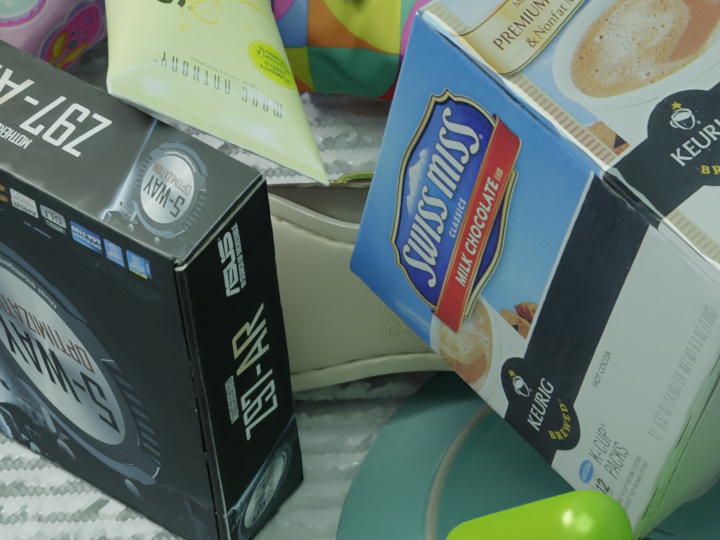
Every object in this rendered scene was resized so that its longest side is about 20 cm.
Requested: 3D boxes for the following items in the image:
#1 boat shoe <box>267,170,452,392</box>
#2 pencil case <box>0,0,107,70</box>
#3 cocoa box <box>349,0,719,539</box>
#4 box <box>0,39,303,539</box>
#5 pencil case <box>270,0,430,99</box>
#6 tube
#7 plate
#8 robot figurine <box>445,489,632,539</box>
[{"bbox_3d":[0.000,0.000,1.008,0.199,0.072,0.059,-2,12,21],"label":"boat shoe"},{"bbox_3d":[-0.123,-0.113,1.092,0.087,0.088,0.200,32,64,26],"label":"pencil case"},{"bbox_3d":[0.115,-0.045,0.894,0.200,0.134,0.131,-36,69,-30],"label":"cocoa box"},{"bbox_3d":[-0.114,-0.007,0.963,0.199,0.161,0.044,28,58,23],"label":"box"},{"bbox_3d":[0.059,-0.097,1.061,0.199,0.089,0.089,4,54,8],"label":"pencil case"},{"bbox_3d":[-0.056,-0.091,0.973,0.058,0.052,0.200,-14,33,-1],"label":"tube"},{"bbox_3d":[0.089,0.088,0.955,0.199,0.026,0.201,-3,53,4],"label":"plate"},{"bbox_3d":[0.079,0.149,0.846,0.199,0.116,0.177,-18,86,2],"label":"robot figurine"}]
